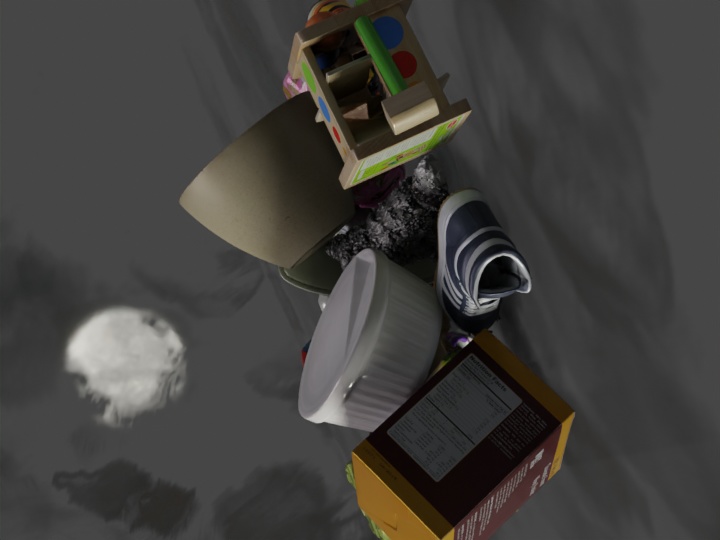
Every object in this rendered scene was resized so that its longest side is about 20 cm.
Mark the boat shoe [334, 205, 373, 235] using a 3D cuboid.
[{"bbox_3d":[-0.014,-0.076,1.936,0.202,0.074,0.065,51,158,42],"label":"boat shoe"}]

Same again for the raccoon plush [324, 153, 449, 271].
[{"bbox_3d":[0.025,-0.059,1.689,0.200,0.133,0.097,78,165,-55],"label":"raccoon plush"}]

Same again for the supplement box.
[{"bbox_3d":[0.110,0.205,1.618,0.133,0.200,0.197,43,163,20],"label":"supplement box"}]

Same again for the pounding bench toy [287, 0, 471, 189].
[{"bbox_3d":[0.016,-0.192,1.439,0.157,0.124,0.200,65,170,5],"label":"pounding bench toy"}]

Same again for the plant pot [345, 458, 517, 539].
[{"bbox_3d":[0.088,0.280,2.044,0.201,0.189,0.200,61,171,18],"label":"plant pot"}]

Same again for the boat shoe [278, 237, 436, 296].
[{"bbox_3d":[0.000,0.000,1.811,0.061,0.200,0.072,105,165,-79],"label":"boat shoe"}]

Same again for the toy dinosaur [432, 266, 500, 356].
[{"bbox_3d":[0.105,0.040,1.717,0.200,0.058,0.102,-13,103,57],"label":"toy dinosaur"}]

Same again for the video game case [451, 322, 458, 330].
[{"bbox_3d":[0.058,-0.030,1.934,0.201,0.023,0.182,68,170,-20],"label":"video game case"}]

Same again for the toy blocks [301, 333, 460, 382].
[{"bbox_3d":[0.010,0.119,1.771,0.199,0.137,0.100,24,140,22],"label":"toy blocks"}]

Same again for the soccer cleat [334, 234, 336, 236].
[{"bbox_3d":[-0.025,-0.101,2.095,0.201,0.068,0.085,63,180,32],"label":"soccer cleat"}]

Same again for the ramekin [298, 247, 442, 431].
[{"bbox_3d":[0.014,0.084,1.637,0.094,0.203,0.202,22,180,-13],"label":"ramekin"}]

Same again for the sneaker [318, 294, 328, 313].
[{"bbox_3d":[-0.005,0.109,1.921,0.200,0.080,0.076,56,-167,-22],"label":"sneaker"}]

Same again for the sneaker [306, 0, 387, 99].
[{"bbox_3d":[-0.005,-0.206,1.684,0.090,0.070,0.201,-129,19,-67],"label":"sneaker"}]

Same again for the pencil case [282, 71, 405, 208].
[{"bbox_3d":[-0.020,-0.171,1.821,0.200,0.083,0.087,59,175,28],"label":"pencil case"}]

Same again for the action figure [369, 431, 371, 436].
[{"bbox_3d":[0.117,0.211,1.871,0.199,0.070,0.130,26,158,-20],"label":"action figure"}]

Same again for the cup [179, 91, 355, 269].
[{"bbox_3d":[-0.088,-0.088,1.731,0.143,0.200,0.200,49,170,2],"label":"cup"}]

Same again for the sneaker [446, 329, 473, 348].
[{"bbox_3d":[0.083,0.073,1.842,0.200,0.073,0.114,45,155,-1],"label":"sneaker"}]

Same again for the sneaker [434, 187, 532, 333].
[{"bbox_3d":[0.127,0.020,1.534,0.201,0.070,0.109,80,165,-47],"label":"sneaker"}]
